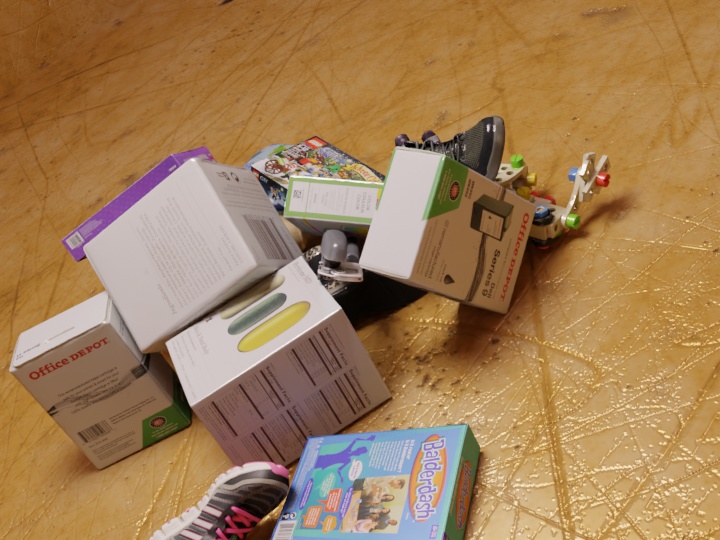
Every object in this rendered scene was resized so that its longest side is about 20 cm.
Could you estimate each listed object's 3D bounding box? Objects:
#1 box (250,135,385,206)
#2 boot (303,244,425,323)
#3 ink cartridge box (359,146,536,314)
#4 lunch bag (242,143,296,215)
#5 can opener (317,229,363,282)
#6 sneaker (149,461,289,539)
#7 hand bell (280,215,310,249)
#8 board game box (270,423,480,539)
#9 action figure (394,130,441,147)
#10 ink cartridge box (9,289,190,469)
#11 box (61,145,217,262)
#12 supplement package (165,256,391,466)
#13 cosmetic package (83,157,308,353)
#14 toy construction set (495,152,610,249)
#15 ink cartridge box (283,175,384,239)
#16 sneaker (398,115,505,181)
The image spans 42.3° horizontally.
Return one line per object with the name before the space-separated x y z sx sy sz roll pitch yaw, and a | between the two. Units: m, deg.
box | -0.048 -0.124 1.385 0.200 0.038 0.136 33 48 31
boot | -0.001 -0.001 1.280 0.203 0.074 0.154 -25 31 3
ink cartridge box | 0.109 -0.043 1.101 0.084 0.200 0.147 14 87 44
lunch bag | -0.130 -0.137 1.548 0.199 0.083 0.161 13 54 47
can opener | -0.022 -0.027 1.142 0.053 0.067 0.200 7 13 -2
sneaker | -0.148 0.285 0.996 0.200 0.074 0.088 -39 40 15
hand bell | -0.060 -0.069 1.424 0.199 0.105 0.104 -15 34 -3
board game box | 0.016 0.239 0.973 0.199 0.045 0.152 -10 38 28
action figure | 0.120 -0.143 1.386 0.130 0.070 0.200 -22 37 -2
ink cartridge box | -0.335 0.143 1.218 0.146 0.200 0.083 -26 33 4
box | -0.296 -0.093 1.269 0.200 0.039 0.137 -35 5 15
supplement package | -0.100 0.118 1.121 0.199 0.151 0.152 -33 33 -6
cosmetic package | -0.211 -0.017 1.211 0.200 0.165 0.165 -35 -11 16
toy construction set | 0.233 -0.098 1.227 0.199 0.092 0.131 4 37 47
ink cartridge box | 0.012 -0.077 1.205 0.199 0.104 0.060 5 82 15
sneaker | 0.110 -0.140 1.193 0.199 0.114 0.077 136 140 -67
